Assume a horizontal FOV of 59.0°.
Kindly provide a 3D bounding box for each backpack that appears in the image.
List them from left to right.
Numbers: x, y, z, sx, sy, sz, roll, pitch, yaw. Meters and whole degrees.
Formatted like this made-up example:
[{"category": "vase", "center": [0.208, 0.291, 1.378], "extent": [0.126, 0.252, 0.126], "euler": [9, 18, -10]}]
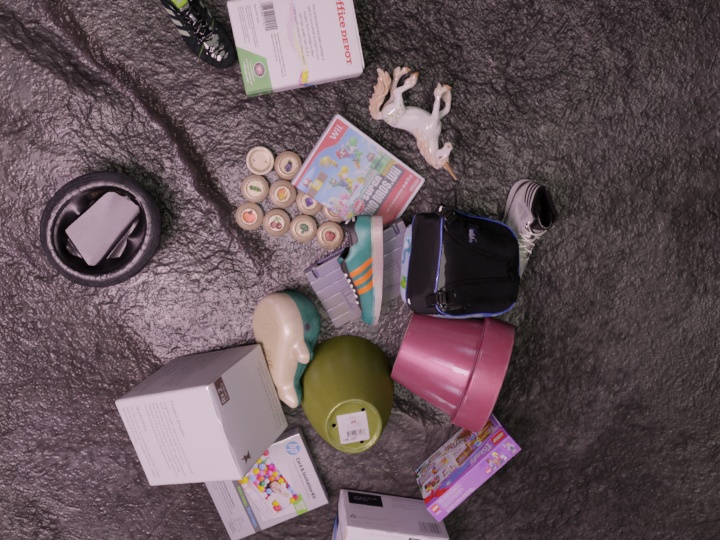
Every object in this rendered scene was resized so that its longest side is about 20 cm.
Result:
[{"category": "backpack", "center": [0.171, -0.011, 1.099], "extent": [0.199, 0.147, 0.185], "euler": [5, 89, -33]}]

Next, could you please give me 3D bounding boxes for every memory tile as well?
[{"category": "memory tile", "center": [-0.115, -0.129, 1.132], "extent": [0.198, 0.017, 0.155], "euler": [13, 99, -7]}]

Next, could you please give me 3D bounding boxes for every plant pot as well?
[{"category": "plant pot", "center": [-0.018, 0.232, 1.114], "extent": [0.185, 0.200, 0.189], "euler": [-1, 100, -6]}, {"category": "plant pot", "center": [0.157, 0.163, 1.134], "extent": [0.178, 0.200, 0.202], "euler": [19, 98, 7]}]

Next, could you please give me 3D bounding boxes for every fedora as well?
[{"category": "fedora", "center": [-0.427, -0.071, 1.073], "extent": [0.199, 0.092, 0.202], "euler": [-1, 100, -5]}]

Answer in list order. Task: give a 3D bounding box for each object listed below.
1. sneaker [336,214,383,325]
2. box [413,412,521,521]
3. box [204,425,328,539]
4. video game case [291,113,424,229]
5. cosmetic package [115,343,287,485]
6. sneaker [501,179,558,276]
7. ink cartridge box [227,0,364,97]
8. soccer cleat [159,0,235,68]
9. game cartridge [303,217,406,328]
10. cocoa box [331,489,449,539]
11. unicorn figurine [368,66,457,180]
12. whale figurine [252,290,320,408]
[{"category": "sneaker", "center": [0.000, 0.000, 1.098], "extent": [0.079, 0.071, 0.202], "euler": [1, 111, 2]}, {"category": "box", "center": [0.194, 0.357, 1.189], "extent": [0.200, 0.137, 0.039], "euler": [-43, 101, 3]}, {"category": "box", "center": [-0.180, 0.406, 1.211], "extent": [0.199, 0.041, 0.157], "euler": [-21, 102, -3]}, {"category": "video game case", "center": [-0.002, -0.157, 1.120], "extent": [0.199, 0.017, 0.143], "euler": [33, 96, -21]}, {"category": "cosmetic package", "center": [-0.262, 0.242, 1.075], "extent": [0.199, 0.165, 0.166], "euler": [-11, 104, 25]}, {"category": "sneaker", "center": [0.288, -0.061, 1.133], "extent": [0.075, 0.115, 0.202], "euler": [10, 99, -7]}, {"category": "ink cartridge box", "center": [-0.105, -0.380, 1.053], "extent": [0.198, 0.084, 0.146], "euler": [-11, 101, -3]}, {"category": "soccer cleat", "center": [-0.279, -0.415, 1.031], "extent": [0.067, 0.081, 0.200], "euler": [-38, 102, 2]}, {"category": "game cartridge", "center": [0.013, 0.007, 1.151], "extent": [0.199, 0.038, 0.130], "euler": [-28, 117, 0]}, {"category": "cocoa box", "center": [0.051, 0.518, 1.206], "extent": [0.198, 0.133, 0.132], "euler": [10, 100, -7]}, {"category": "unicorn figurine", "center": [0.106, -0.264, 1.108], "extent": [0.199, 0.074, 0.138], "euler": [24, 107, 5]}, {"category": "whale figurine", "center": [-0.121, 0.135, 1.127], "extent": [0.103, 0.158, 0.202], "euler": [-10, 100, -38]}]
